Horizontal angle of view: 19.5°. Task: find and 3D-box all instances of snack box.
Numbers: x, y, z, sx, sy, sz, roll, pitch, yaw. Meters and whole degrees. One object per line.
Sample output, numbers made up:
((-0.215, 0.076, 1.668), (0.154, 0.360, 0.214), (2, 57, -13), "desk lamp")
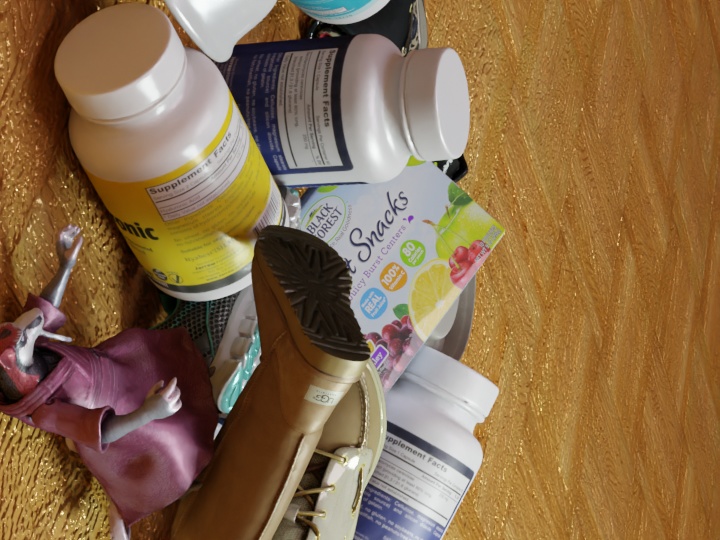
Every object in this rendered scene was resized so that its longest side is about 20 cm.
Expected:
((0.000, 0.000, 1.617), (0.142, 0.053, 0.200), (40, 67, -8), "snack box")

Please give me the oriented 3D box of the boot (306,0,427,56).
((-0.001, -0.251, 1.833), (0.154, 0.073, 0.204), (-49, 132, -58), "boot")

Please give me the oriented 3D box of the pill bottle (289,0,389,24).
((-0.043, -0.272, 1.657), (0.200, 0.110, 0.111), (24, 65, -68), "pill bottle")

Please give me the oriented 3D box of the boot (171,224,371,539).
((-0.071, 0.091, 1.380), (0.200, 0.066, 0.175), (-62, -158, 25), "boot")

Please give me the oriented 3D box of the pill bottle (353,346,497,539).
((0.028, 0.164, 1.666), (0.201, 0.111, 0.111), (-61, 153, -8), "pill bottle")

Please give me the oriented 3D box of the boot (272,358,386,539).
((-0.042, 0.162, 1.463), (0.155, 0.072, 0.201), (-51, 154, -62), "boot")

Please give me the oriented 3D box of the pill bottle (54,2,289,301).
((-0.128, -0.080, 1.399), (0.200, 0.111, 0.112), (65, 30, -46), "pill bottle")

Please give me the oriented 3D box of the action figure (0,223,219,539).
((-0.179, 0.072, 1.311), (0.200, 0.149, 0.134), (23, 33, -49), "action figure")

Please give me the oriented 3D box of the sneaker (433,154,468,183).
((0.046, -0.072, 1.831), (0.074, 0.087, 0.201), (24, 62, -18), "sneaker")

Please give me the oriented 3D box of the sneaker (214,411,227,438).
((-0.093, 0.121, 1.530), (0.200, 0.070, 0.109), (68, 32, -58), "sneaker")

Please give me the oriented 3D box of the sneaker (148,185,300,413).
((-0.100, 0.006, 1.498), (0.078, 0.091, 0.200), (100, 7, -47), "sneaker")

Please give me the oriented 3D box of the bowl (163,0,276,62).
((-0.103, -0.249, 1.409), (0.202, 0.090, 0.201), (61, 10, -18), "bowl")

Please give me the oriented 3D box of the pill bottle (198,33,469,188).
((-0.025, -0.118, 1.559), (0.111, 0.199, 0.112), (-2, 90, -70), "pill bottle")

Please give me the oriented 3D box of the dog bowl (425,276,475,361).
((0.053, -0.007, 1.970), (0.200, 0.058, 0.201), (-3, 90, -71), "dog bowl")
